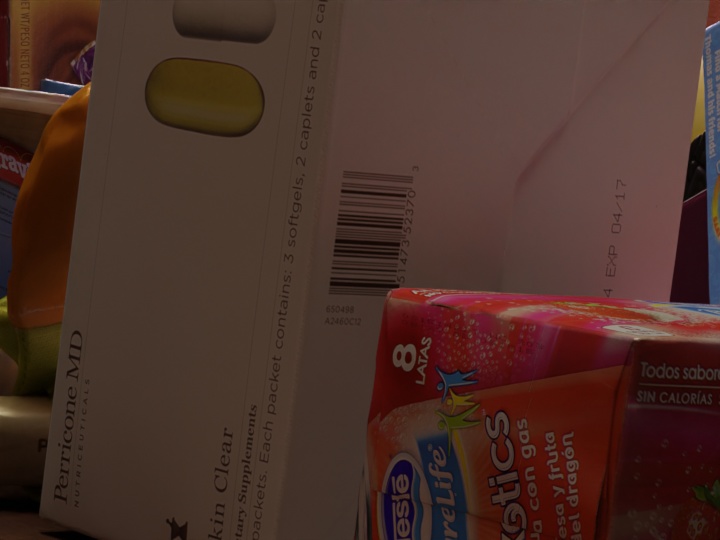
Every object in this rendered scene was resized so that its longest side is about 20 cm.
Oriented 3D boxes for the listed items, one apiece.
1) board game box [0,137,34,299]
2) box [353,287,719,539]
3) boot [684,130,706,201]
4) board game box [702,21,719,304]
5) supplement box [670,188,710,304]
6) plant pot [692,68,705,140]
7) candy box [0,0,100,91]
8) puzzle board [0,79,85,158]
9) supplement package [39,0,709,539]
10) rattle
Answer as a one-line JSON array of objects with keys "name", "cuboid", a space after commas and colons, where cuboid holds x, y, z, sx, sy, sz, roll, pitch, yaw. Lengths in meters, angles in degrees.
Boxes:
[{"name": "board game box", "cuboid": [-0.132, -0.005, 0.969, 0.103, 0.019, 0.200, -22, -24, 22]}, {"name": "box", "cuboid": [0.105, 0.060, 0.733, 0.200, 0.096, 0.100, 4, 5, -38]}, {"name": "boot", "cuboid": [0.182, 0.008, 1.183, 0.130, 0.068, 0.200, 0, -33, -23]}, {"name": "board game box", "cuboid": [0.212, 0.003, 0.997, 0.200, 0.152, 0.037, 20, -32, -32]}, {"name": "supplement box", "cuboid": [0.189, 0.029, 1.068, 0.200, 0.086, 0.110, 7, -23, -36]}, {"name": "plant pot", "cuboid": [0.249, -0.004, 1.308, 0.200, 0.201, 0.189, 4, 20, -37]}, {"name": "candy box", "cuboid": [-0.088, -0.067, 1.146, 0.056, 0.117, 0.200, 8, 11, 42]}, {"name": "puzzle board", "cuboid": [-0.154, -0.042, 0.963, 0.150, 0.017, 0.200, 8, -14, -8]}, {"name": "supplement package", "cuboid": [0.005, -0.012, 0.814, 0.156, 0.201, 0.111, 3, 6, -43]}, {"name": "rattle", "cuboid": [-0.133, -0.001, 0.921, 0.130, 0.143, 0.200, -13, 15, -12]}]
